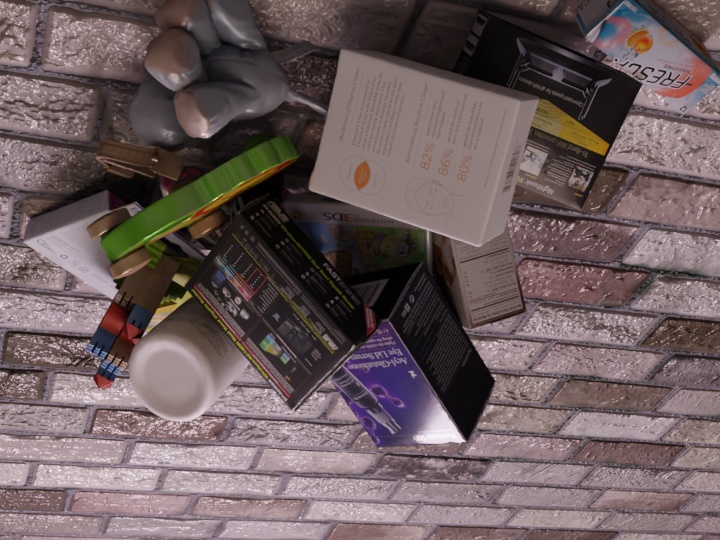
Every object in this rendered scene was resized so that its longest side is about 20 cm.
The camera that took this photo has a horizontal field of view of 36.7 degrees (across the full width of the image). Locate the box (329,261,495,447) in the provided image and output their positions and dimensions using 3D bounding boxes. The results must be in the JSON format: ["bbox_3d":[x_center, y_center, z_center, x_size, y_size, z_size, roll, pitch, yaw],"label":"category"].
[{"bbox_3d":[0.047,0.106,1.304,0.147,0.105,0.201,-12,122,40],"label":"box"}]

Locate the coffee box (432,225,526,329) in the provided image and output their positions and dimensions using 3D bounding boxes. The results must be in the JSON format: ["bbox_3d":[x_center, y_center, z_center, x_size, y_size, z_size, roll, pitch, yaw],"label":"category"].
[{"bbox_3d":[0.126,-0.042,1.319,0.078,0.203,0.114,-16,-170,-12],"label":"coffee box"}]

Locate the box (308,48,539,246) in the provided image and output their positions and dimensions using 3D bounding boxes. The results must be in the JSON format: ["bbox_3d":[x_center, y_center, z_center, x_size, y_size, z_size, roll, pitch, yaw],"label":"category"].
[{"bbox_3d":[0.067,-0.133,1.136,0.197,0.106,0.155,20,106,17],"label":"box"}]

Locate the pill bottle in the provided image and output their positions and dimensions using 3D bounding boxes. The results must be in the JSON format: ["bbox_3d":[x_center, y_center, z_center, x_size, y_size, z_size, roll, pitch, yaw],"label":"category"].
[{"bbox_3d":[-0.193,0.092,1.339,0.112,0.200,0.116,6,111,16],"label":"pill bottle"}]

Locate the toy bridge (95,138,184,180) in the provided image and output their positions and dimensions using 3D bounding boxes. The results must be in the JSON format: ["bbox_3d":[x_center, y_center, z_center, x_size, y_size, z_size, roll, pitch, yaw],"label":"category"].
[{"bbox_3d":[-0.256,-0.125,1.204,0.066,0.028,0.199,19,176,-27],"label":"toy bridge"}]

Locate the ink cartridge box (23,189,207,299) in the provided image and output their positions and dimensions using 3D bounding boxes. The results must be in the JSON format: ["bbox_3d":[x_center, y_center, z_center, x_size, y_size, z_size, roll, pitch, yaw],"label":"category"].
[{"bbox_3d":[-0.291,-0.028,1.386,0.197,0.044,0.196,-15,144,28],"label":"ink cartridge box"}]

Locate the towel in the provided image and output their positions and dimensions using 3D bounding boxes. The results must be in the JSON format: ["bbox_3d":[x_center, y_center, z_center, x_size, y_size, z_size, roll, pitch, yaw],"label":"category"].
[{"bbox_3d":[-0.253,0.037,1.434,0.084,0.018,0.201,7,150,-5],"label":"towel"}]

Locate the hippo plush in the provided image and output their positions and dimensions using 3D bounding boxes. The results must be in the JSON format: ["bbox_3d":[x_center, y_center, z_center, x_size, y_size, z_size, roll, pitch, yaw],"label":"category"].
[{"bbox_3d":[-0.165,-0.205,1.149,0.198,0.162,0.160,-15,177,-40],"label":"hippo plush"}]

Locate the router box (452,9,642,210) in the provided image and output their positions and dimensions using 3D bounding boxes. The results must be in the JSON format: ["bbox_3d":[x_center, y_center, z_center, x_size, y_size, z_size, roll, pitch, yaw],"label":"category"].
[{"bbox_3d":[0.192,-0.177,1.215,0.197,0.052,0.159,19,108,-16],"label":"router box"}]

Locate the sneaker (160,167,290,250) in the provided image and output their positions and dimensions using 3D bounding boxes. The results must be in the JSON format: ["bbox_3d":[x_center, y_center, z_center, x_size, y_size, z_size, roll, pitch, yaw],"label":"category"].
[{"bbox_3d":[-0.161,-0.067,1.364,0.197,0.075,0.088,12,140,-17],"label":"sneaker"}]

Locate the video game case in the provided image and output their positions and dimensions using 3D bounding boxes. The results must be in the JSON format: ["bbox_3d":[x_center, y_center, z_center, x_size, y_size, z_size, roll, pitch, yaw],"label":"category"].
[{"bbox_3d":[0.000,0.000,1.339,0.179,0.022,0.203,4,126,10],"label":"video game case"}]

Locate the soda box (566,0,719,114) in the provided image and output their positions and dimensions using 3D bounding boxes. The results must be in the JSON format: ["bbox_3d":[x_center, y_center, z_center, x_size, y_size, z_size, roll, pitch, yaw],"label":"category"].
[{"bbox_3d":[0.319,-0.255,1.206,0.198,0.069,0.063,25,127,-36],"label":"soda box"}]

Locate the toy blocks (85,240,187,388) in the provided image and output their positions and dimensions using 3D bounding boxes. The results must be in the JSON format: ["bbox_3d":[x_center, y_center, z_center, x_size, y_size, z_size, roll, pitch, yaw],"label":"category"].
[{"bbox_3d":[-0.291,0.063,1.340,0.099,0.138,0.200,29,148,-11],"label":"toy blocks"}]

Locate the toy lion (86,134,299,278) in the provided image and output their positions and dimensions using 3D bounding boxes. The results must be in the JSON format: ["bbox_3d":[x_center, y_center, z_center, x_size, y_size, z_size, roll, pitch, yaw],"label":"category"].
[{"bbox_3d":[-0.164,-0.080,1.146,0.190,0.069,0.199,-26,-175,43],"label":"toy lion"}]

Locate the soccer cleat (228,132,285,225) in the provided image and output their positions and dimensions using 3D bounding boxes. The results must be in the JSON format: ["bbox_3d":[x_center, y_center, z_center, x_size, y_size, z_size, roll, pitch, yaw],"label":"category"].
[{"bbox_3d":[-0.122,-0.060,1.277,0.066,0.081,0.204,3,102,-12],"label":"soccer cleat"}]

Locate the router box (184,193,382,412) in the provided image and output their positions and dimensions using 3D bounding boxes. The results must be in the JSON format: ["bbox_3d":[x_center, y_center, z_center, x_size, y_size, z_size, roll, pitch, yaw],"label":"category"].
[{"bbox_3d":[-0.090,0.038,1.224,0.062,0.200,0.150,-36,173,-49],"label":"router box"}]
